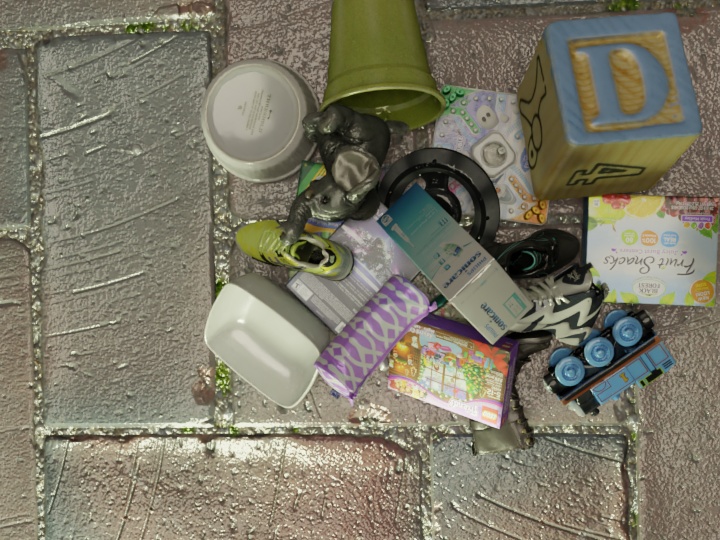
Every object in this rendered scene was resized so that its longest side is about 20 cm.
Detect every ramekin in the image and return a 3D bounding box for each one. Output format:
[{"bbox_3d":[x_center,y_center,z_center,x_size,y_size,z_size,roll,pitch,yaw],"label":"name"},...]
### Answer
[{"bbox_3d":[-0.165,-0.245,1.460,0.200,0.094,0.205,0,90,6],"label":"ramekin"}]

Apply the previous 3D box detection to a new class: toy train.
[{"bbox_3d":[0.384,0.147,1.418,0.199,0.087,0.115,-36,95,7],"label":"toy train"}]

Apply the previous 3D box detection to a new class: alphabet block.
[{"bbox_3d":[0.351,-0.233,1.323,0.194,0.200,0.198,-4,74,-4],"label":"alphabet block"}]

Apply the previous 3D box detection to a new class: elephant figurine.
[{"bbox_3d":[-0.024,-0.132,1.356,0.154,0.141,0.202,-15,67,36],"label":"elephant figurine"}]

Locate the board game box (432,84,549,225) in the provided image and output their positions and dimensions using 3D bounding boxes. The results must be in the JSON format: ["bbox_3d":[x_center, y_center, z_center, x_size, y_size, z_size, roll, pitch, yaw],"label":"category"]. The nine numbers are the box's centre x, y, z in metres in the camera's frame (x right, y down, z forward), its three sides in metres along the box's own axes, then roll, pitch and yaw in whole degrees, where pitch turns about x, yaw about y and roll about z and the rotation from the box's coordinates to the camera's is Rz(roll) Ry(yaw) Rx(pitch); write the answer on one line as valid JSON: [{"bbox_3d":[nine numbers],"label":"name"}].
[{"bbox_3d":[0.213,-0.185,1.450,0.198,0.026,0.202,8,90,1],"label":"board game box"}]

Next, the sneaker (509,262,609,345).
[{"bbox_3d":[0.282,0.031,1.343,0.197,0.080,0.130,20,121,-18],"label":"sneaker"}]

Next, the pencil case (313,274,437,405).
[{"bbox_3d":[0.018,0.100,1.345,0.085,0.084,0.200,34,76,28],"label":"pencil case"}]

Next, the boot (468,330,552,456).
[{"bbox_3d":[0.239,0.196,1.434,0.199,0.069,0.176,-24,89,29],"label":"boot"}]

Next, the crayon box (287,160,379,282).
[{"bbox_3d":[-0.047,-0.065,1.455,0.124,0.052,0.202,10,92,5],"label":"crayon box"}]

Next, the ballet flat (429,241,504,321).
[{"bbox_3d":[0.170,0.039,1.444,0.200,0.076,0.064,-43,94,7],"label":"ballet flat"}]

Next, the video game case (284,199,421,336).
[{"bbox_3d":[0.000,0.000,1.417,0.143,0.019,0.200,43,93,2],"label":"video game case"}]

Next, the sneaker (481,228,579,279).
[{"bbox_3d":[0.267,-0.016,1.396,0.198,0.079,0.076,-14,101,-27],"label":"sneaker"}]

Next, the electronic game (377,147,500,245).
[{"bbox_3d":[0.119,-0.092,1.419,0.198,0.042,0.202,6,112,16],"label":"electronic game"}]

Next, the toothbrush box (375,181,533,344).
[{"bbox_3d":[0.132,-0.011,1.281,0.085,0.146,0.200,-43,47,4],"label":"toothbrush box"}]

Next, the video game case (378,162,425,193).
[{"bbox_3d":[0.023,-0.089,1.482,0.198,0.018,0.145,-17,89,5],"label":"video game case"}]

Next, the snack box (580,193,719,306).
[{"bbox_3d":[0.447,-0.032,1.417,0.198,0.068,0.171,3,91,7],"label":"snack box"}]

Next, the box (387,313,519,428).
[{"bbox_3d":[0.139,0.147,1.405,0.198,0.039,0.138,17,119,26],"label":"box"}]

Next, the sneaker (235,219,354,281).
[{"bbox_3d":[-0.107,-0.040,1.388,0.198,0.076,0.076,12,83,22],"label":"sneaker"}]

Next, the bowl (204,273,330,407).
[{"bbox_3d":[-0.140,0.103,1.439,0.199,0.075,0.201,38,137,6],"label":"bowl"}]

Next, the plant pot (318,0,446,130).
[{"bbox_3d":[0.027,-0.329,1.407,0.198,0.200,0.186,-5,78,6],"label":"plant pot"}]
